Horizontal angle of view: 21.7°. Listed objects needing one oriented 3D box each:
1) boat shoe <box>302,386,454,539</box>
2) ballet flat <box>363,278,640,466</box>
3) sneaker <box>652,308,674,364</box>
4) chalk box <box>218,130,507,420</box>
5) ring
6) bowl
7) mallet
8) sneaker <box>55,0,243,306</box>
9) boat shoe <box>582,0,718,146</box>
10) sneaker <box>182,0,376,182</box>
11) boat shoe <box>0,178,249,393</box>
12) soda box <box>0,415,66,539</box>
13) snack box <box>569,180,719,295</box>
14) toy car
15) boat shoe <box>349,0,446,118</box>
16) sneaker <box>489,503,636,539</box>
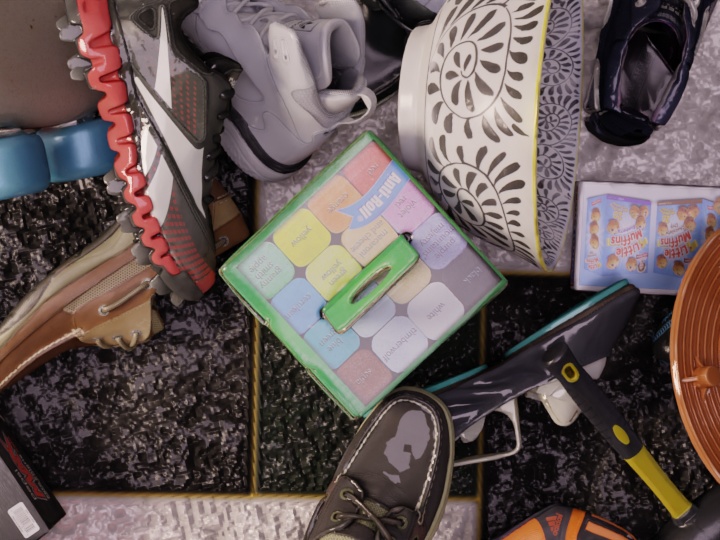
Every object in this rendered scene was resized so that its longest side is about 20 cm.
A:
[{"bbox_3d":[0.002,0.167,1.141,0.072,0.066,0.201,25,90,7],"label":"boat shoe"},{"bbox_3d":[0.099,0.078,1.194,0.200,0.073,0.073,-28,92,7],"label":"ballet flat"},{"bbox_3d":[0.267,0.095,1.207,0.082,0.073,0.200,-30,97,29],"label":"sneaker"},{"bbox_3d":[0.000,0.000,1.124,0.124,0.200,0.124,-42,92,1],"label":"chalk box"},{"bbox_3d":[0.274,0.058,1.150,0.200,0.019,0.201,7,76,-29],"label":"ring"},{"bbox_3d":[0.077,-0.101,1.135,0.094,0.201,0.201,3,92,13],"label":"bowl"},{"bbox_3d":[0.168,0.125,1.179,0.200,0.041,0.066,41,93,-26],"label":"mallet"},{"bbox_3d":[-0.109,-0.080,1.114,0.098,0.071,0.201,-16,103,-4],"label":"sneaker"},{"bbox_3d":[0.196,-0.175,1.174,0.075,0.093,0.200,15,92,-1],"label":"boat shoe"},{"bbox_3d":[-0.066,-0.159,1.155,0.075,0.115,0.200,-35,98,-43],"label":"sneaker"},{"bbox_3d":[-0.155,0.015,1.187,0.200,0.076,0.074,-41,95,2],"label":"boat shoe"},{"bbox_3d":[-0.270,0.094,1.188,0.063,0.071,0.200,-33,92,2],"label":"soda box"},{"bbox_3d":[0.237,-0.018,1.214,0.200,0.024,0.072,3,94,-1],"label":"snack box"},{"bbox_3d":[-0.268,-0.134,1.161,0.200,0.177,0.185,-7,98,28],"label":"toy car"},{"bbox_3d":[0.040,-0.176,1.185,0.199,0.066,0.075,-42,93,1],"label":"boat shoe"},{"bbox_3d":[0.098,0.239,1.205,0.112,0.078,0.200,31,91,9],"label":"sneaker"}]
